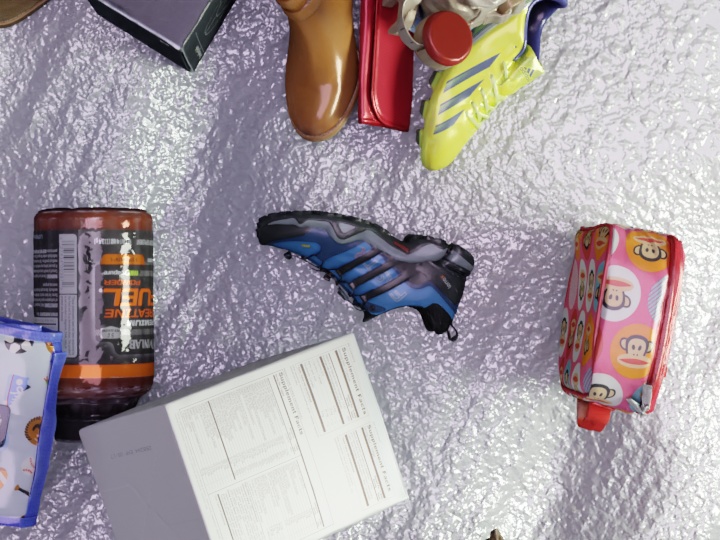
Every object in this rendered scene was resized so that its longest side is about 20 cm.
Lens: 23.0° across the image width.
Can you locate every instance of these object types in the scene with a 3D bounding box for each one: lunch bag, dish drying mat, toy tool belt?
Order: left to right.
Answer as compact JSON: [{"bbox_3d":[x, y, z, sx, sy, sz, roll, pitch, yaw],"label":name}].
[{"bbox_3d":[-0.343,0.116,1.492,0.198,0.124,0.172,10,92,27],"label":"lunch bag"},{"bbox_3d":[0.027,-0.228,1.576,0.018,0.077,0.202,1,88,35],"label":"dish drying mat"},{"bbox_3d":[0.077,-0.249,1.532,0.124,0.123,0.201,30,69,-19],"label":"toy tool belt"},{"bbox_3d":[0.215,0.051,1.515,0.081,0.200,0.178,10,92,-1],"label":"lunch bag"}]

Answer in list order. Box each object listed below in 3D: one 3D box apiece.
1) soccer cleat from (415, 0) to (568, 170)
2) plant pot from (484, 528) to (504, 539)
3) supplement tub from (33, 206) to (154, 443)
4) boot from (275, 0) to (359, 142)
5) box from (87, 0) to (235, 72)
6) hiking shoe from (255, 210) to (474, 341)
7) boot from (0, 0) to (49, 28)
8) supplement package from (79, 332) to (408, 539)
[{"bbox_3d":[0.116,-0.175,1.575,0.083,0.065,0.201,26,86,15],"label":"soccer cleat"},{"bbox_3d":[0.059,0.349,1.515,0.197,0.200,0.202,-20,90,4],"label":"plant pot"},{"bbox_3d":[-0.231,0.047,1.541,0.106,0.107,0.202,-1,90,-3],"label":"supplement tub"},{"bbox_3d":[-0.042,-0.220,1.521,0.076,0.155,0.202,14,88,16],"label":"boot"},{"bbox_3d":[-0.142,-0.290,1.527,0.107,0.148,0.201,31,88,-2],"label":"box"},{"bbox_3d":[0.000,0.000,1.567,0.198,0.074,0.088,13,88,-2],"label":"hiking shoe"},{"bbox_3d":[-0.261,-0.289,1.559,0.200,0.075,0.074,-41,90,-4],"label":"boot"},{"bbox_3d":[-0.097,0.162,1.481,0.199,0.151,0.152,-19,91,-38],"label":"supplement package"}]
